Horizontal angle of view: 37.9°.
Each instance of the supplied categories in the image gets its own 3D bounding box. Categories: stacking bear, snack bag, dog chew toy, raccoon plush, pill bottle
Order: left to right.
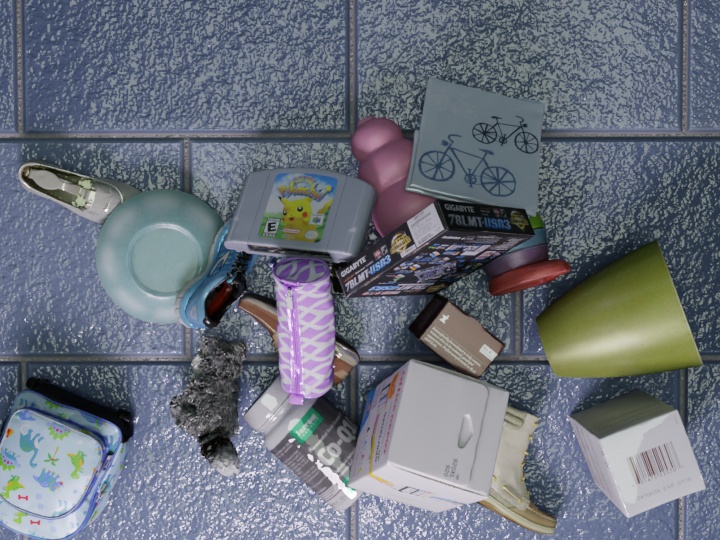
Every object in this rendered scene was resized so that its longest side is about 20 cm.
[{"bbox_3d":[-0.188,0.184,1.502,0.200,0.096,0.134,38,109,42],"label":"raccoon plush"},{"bbox_3d":[-0.068,0.245,1.526,0.200,0.113,0.113,42,92,-2],"label":"pill bottle"},{"bbox_3d":[0.054,-0.133,1.514,0.124,0.125,0.201,-28,84,1],"label":"dog chew toy"},{"bbox_3d":[0.165,-0.178,1.486,0.188,0.021,0.201,12,63,-5],"label":"snack bag"},{"bbox_3d":[0.213,-0.074,1.523,0.113,0.121,0.201,-15,82,-7],"label":"stacking bear"}]

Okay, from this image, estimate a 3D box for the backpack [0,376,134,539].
[{"bbox_3d":[-0.446,0.284,1.514,0.182,0.147,0.201,21,95,2],"label":"backpack"}]

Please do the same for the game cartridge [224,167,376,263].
[{"bbox_3d":[-0.083,-0.081,1.469,0.199,0.041,0.134,6,60,17],"label":"game cartridge"}]

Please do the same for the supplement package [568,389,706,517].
[{"bbox_3d":[0.386,0.253,1.482,0.116,0.200,0.118,-21,92,1],"label":"supplement package"}]

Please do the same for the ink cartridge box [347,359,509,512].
[{"bbox_3d":[0.088,0.227,1.409,0.144,0.200,0.148,18,67,-10],"label":"ink cartridge box"}]

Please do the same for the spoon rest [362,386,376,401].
[{"bbox_3d":[0.073,0.263,1.553,0.099,0.061,0.200,-34,91,-1],"label":"spoon rest"}]

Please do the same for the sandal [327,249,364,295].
[{"bbox_3d":[0.001,0.001,1.551,0.200,0.057,0.080,8,89,-15],"label":"sandal"}]

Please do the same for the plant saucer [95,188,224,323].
[{"bbox_3d":[-0.286,-0.018,1.535,0.200,0.039,0.202,-2,98,-12],"label":"plant saucer"}]

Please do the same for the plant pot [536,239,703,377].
[{"bbox_3d":[0.361,0.077,1.503,0.199,0.187,0.188,-21,92,16],"label":"plant pot"}]

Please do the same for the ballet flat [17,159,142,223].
[{"bbox_3d":[-0.412,-0.114,1.539,0.199,0.069,0.070,19,92,-1],"label":"ballet flat"}]

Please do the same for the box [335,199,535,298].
[{"bbox_3d":[0.102,-0.025,1.417,0.198,0.199,0.050,-32,68,39],"label":"box"}]

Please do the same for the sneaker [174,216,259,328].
[{"bbox_3d":[-0.180,0.004,1.511,0.078,0.090,0.201,39,76,-37],"label":"sneaker"}]

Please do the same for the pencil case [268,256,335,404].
[{"bbox_3d":[-0.077,0.078,1.441,0.083,0.086,0.201,2,119,11],"label":"pencil case"}]

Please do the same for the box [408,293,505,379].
[{"bbox_3d":[0.132,0.092,1.476,0.100,0.200,0.075,39,89,-1],"label":"box"}]

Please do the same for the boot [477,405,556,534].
[{"bbox_3d":[0.232,0.287,1.548,0.199,0.072,0.155,31,81,-13],"label":"boot"}]

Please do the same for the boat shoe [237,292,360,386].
[{"bbox_3d":[-0.099,0.103,1.543,0.199,0.076,0.072,31,94,1],"label":"boat shoe"}]
